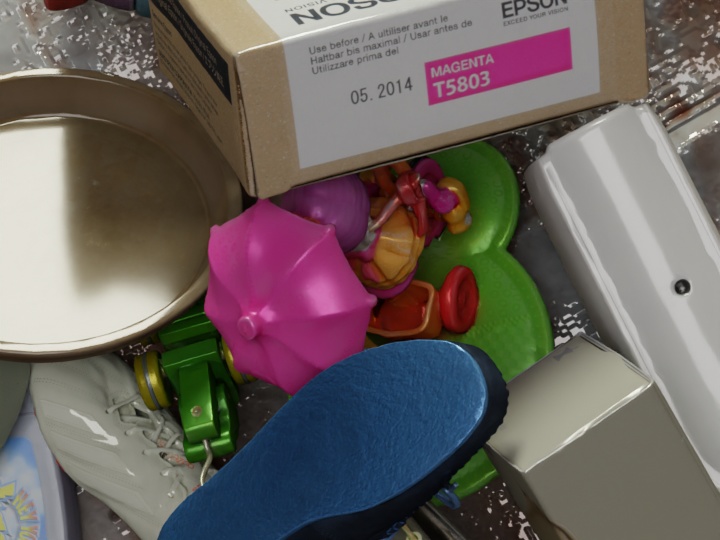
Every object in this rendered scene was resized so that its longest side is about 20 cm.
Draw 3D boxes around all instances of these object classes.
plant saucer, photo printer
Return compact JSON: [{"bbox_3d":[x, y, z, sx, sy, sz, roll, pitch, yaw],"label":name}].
[{"bbox_3d":[-0.160,-0.026,1.093,0.198,0.030,0.201,1,49,-2],"label":"plant saucer"},{"bbox_3d":[0.150,0.023,1.029,0.069,0.166,0.201,-27,90,2],"label":"photo printer"}]

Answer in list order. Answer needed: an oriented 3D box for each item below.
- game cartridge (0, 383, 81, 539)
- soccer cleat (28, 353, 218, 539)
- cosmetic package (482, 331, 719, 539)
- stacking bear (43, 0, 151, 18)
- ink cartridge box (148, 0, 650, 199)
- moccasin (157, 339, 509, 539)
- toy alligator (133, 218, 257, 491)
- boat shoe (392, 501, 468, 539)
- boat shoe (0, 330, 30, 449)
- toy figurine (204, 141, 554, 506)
[{"bbox_3d":[-0.216,0.141,1.129,0.132,0.040,0.202,-7,84,2],"label":"game cartridge"},{"bbox_3d":[-0.098,0.113,1.090,0.069,0.078,0.201,-31,85,-33],"label":"soccer cleat"},{"bbox_3d":[0.134,0.137,0.958,0.073,0.104,0.201,-34,105,-4],"label":"cosmetic package"},{"bbox_3d":[-0.063,-0.183,1.107,0.198,0.122,0.114,3,55,-6],"label":"stacking bear"},{"bbox_3d":[0.014,-0.120,1.004,0.199,0.165,0.076,-15,119,-15],"label":"ink cartridge box"},{"bbox_3d":[-0.009,0.090,0.957,0.199,0.068,0.081,-32,60,31],"label":"moccasin"},{"bbox_3d":[-0.079,0.062,1.085,0.059,0.054,0.201,-16,52,6],"label":"toy alligator"},{"bbox_3d":[0.062,0.166,0.997,0.201,0.072,0.060,37,102,14],"label":"boat shoe"},{"bbox_3d":[-0.248,0.103,1.083,0.071,0.070,0.201,33,87,32],"label":"boat shoe"},{"bbox_3d":[0.000,0.000,1.026,0.149,0.184,0.201,7,76,26],"label":"toy figurine"}]
